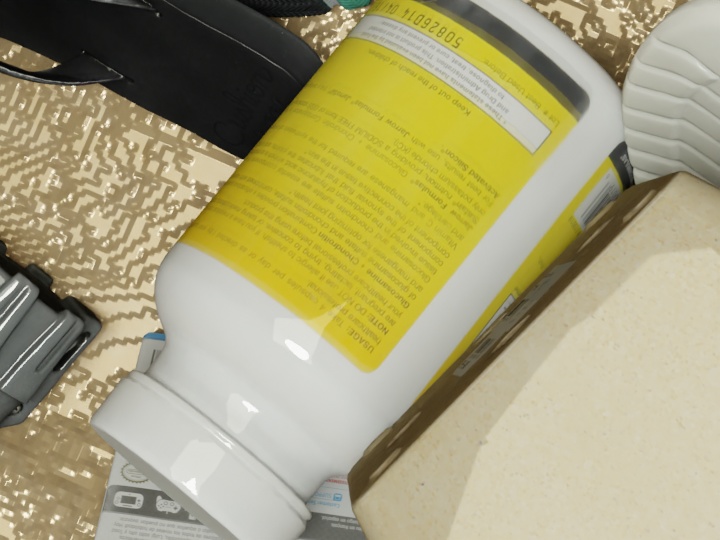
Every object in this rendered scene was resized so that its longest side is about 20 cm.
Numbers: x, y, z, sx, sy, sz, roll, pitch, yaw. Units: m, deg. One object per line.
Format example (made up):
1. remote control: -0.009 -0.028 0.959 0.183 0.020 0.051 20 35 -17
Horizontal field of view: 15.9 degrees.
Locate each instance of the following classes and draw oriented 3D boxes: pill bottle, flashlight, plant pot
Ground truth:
1. pill bottle: 0.000 0.000 0.893 0.112 0.112 0.200 38 80 5
2. flashlight: -0.188 0.074 0.947 0.068 0.068 0.200 40 93 8
3. plant pot: 0.103 0.080 0.783 0.177 0.200 0.200 44 89 0

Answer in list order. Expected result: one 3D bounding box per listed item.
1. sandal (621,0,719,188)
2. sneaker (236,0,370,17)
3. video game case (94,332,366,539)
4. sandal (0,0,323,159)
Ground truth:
1. sandal: 0.133 -0.036 0.870 0.082 0.203 0.050 25 63 20
2. sneaker: 0.020 -0.159 0.947 0.200 0.074 0.088 -17 58 8
3. video game case: -0.026 0.119 0.906 0.143 0.018 0.200 8 58 5
4. sandal: -0.108 -0.094 0.936 0.200 0.076 0.043 24 51 5
